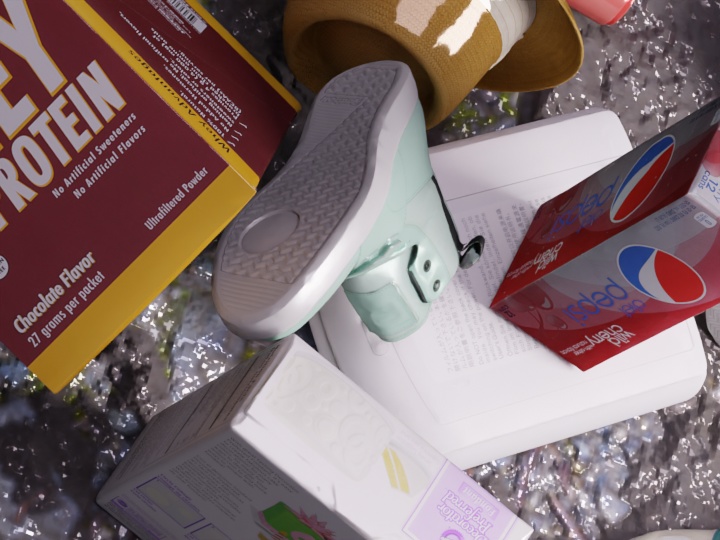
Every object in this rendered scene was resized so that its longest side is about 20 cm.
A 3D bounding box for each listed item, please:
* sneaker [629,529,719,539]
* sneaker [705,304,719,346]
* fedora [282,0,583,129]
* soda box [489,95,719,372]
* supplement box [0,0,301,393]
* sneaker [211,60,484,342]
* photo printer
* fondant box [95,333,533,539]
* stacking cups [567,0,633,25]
[{"bbox_3d":[0.213,0.161,1.541,0.199,0.093,0.071,0,73,-26],"label":"sneaker"},{"bbox_3d":[0.296,0.041,1.627,0.199,0.081,0.115,42,63,-6],"label":"sneaker"},{"bbox_3d":[0.015,-0.127,1.486,0.200,0.201,0.082,37,71,-10],"label":"fedora"},{"bbox_3d":[0.142,-0.016,1.423,0.063,0.200,0.070,34,64,-12],"label":"soda box"},{"bbox_3d":[-0.149,-0.080,1.367,0.197,0.200,0.133,45,103,-6],"label":"supplement box"},{"bbox_3d":[0.000,0.000,1.388,0.119,0.074,0.201,68,31,-27],"label":"sneaker"},{"bbox_3d":[0.066,0.013,1.533,0.199,0.069,0.167,-16,81,-28],"label":"photo printer"},{"bbox_3d":[-0.026,0.114,1.381,0.144,0.200,0.058,39,66,-9],"label":"fondant box"},{"bbox_3d":[0.065,-0.202,1.614,0.200,0.060,0.061,28,64,-19],"label":"stacking cups"}]
